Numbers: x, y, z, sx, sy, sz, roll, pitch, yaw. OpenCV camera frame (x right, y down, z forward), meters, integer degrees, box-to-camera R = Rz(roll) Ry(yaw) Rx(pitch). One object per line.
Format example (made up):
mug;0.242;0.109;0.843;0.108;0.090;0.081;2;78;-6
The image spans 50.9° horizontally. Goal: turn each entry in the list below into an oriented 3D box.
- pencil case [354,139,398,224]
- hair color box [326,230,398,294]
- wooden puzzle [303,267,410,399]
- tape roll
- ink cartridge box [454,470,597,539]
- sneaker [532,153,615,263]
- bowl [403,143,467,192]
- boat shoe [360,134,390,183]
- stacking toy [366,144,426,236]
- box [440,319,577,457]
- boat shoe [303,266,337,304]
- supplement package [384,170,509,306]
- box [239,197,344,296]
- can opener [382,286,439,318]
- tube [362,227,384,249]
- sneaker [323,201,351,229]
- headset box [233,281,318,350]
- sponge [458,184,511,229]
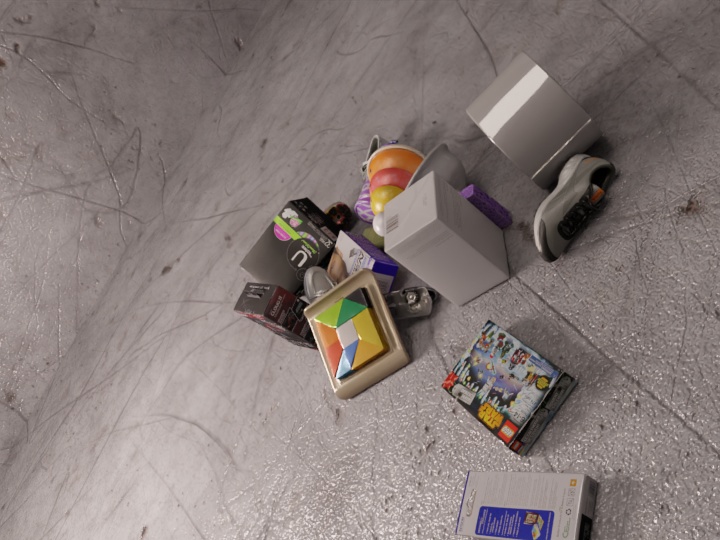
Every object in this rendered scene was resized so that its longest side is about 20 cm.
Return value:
pencil case;0.055;-0.196;1.715;0.085;0.084;0.201;14;60;16
hair color box;0.000;0.000;1.594;0.200;0.064;0.110;44;119;61
wooden puzzle;-0.015;0.122;1.446;0.185;0.037;0.201;-35;70;30
tape roll;0.301;-0.259;1.316;0.139;0.202;0.203;-45;31;16
ink cartridge box;0.219;0.322;1.019;0.199;0.037;0.095;-13;51;46
sneaker;0.345;-0.103;1.229;0.079;0.074;0.201;15;72;53
bowl;0.152;-0.139;1.479;0.201;0.090;0.201;-52;-16;-21
boat shoe;0.029;-0.236;1.814;0.073;0.067;0.201;-24;42;42
stacking toy;0.065;-0.149;1.547;0.146;0.146;0.201;-28;30;38
box;0.221;0.174;1.159;0.137;0.040;0.200;-55;30;2
boat shoe;-0.060;0.066;1.546;0.086;0.074;0.203;114;141;-57
supplement package;0.150;-0.051;1.322;0.120;0.200;0.122;-33;36;31
box;-0.151;-0.044;1.749;0.200;0.148;0.124;-49;-6;18
can opener;0.059;0.066;1.460;0.199;0.067;0.054;-10;94;36
tube;0.050;-0.074;1.649;0.058;0.052;0.200;-23;5;-33
sneaker;-0.094;-0.085;1.848;0.200;0.078;0.082;-46;16;9
headset box;-0.167;0.095;1.629;0.148;0.200;0.075;3;64;56
sponge;0.169;-0.078;1.412;0.200;0.111;0.030;-31;42;35
